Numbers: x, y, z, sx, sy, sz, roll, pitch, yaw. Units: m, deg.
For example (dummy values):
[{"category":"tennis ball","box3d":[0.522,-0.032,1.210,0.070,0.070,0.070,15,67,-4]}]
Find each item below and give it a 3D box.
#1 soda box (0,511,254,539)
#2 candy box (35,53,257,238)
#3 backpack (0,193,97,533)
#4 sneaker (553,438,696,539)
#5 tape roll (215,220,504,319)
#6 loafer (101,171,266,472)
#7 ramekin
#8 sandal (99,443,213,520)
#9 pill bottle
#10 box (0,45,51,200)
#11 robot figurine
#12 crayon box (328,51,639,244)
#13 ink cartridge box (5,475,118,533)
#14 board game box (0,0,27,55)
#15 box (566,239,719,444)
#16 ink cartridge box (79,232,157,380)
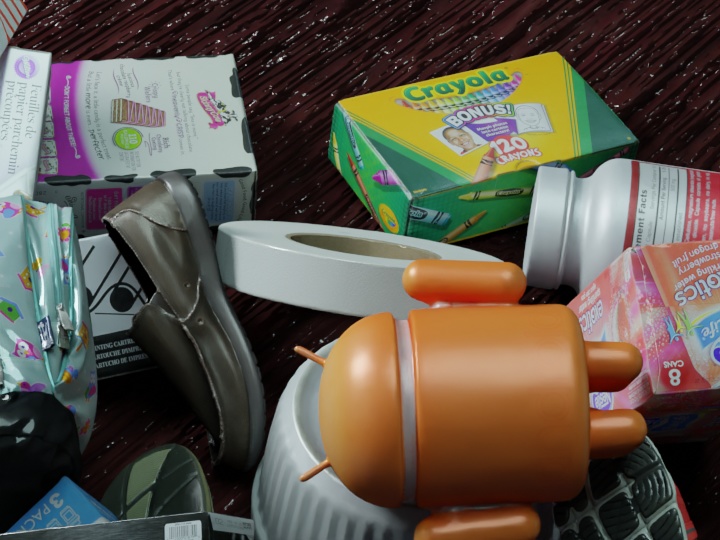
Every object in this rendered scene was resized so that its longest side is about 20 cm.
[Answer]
[{"category":"soda box","box3d":[-0.158,0.173,1.214,0.199,0.071,0.064,-7,78,18]},{"category":"candy box","box3d":[-0.182,-0.090,1.638,0.198,0.061,0.137,-4,45,-9]},{"category":"backpack","box3d":[-0.223,0.051,1.362,0.126,0.167,0.201,1,57,-18]},{"category":"sneaker","box3d":[0.179,0.182,1.343,0.077,0.085,0.201,-28,75,16]},{"category":"tape roll","box3d":[0.000,0.000,1.504,0.201,0.037,0.203,7,6,-1]},{"category":"loafer","box3d":[-0.118,0.040,1.455,0.071,0.073,0.201,-17,81,-17]},{"category":"ramekin","box3d":[0.032,0.124,1.404,0.199,0.106,0.201,4,43,-4]},{"category":"sandal","box3d":[-0.107,0.200,1.344,0.079,0.057,0.202,-23,62,10]},{"category":"pill bottle","box3d":[0.217,-0.017,1.573,0.198,0.113,0.113,8,43,3]},{"category":"box","box3d":[-0.242,-0.053,1.536,0.038,0.041,0.201,7,75,-7]},{"category":"robot figurine","box3d":[0.062,0.076,1.291,0.198,0.145,0.117,-3,29,-1]},{"category":"crayon box","box3d":[0.091,-0.090,1.670,0.199,0.059,0.119,-15,47,-25]},{"category":"ink cartridge box","box3d":[-0.140,0.228,1.267,0.115,0.068,0.200,-44,57,-5]},{"category":"board game box","box3d":[-0.338,-0.124,1.537,0.199,0.046,0.152,-23,26,23]},{"category":"box","box3d":[0.196,0.050,1.424,0.102,0.200,0.095,-4,76,-11]},{"category":"ink cartridge box","box3d":[-0.196,0.030,1.482,0.199,0.044,0.095,-12,89,-21]}]
